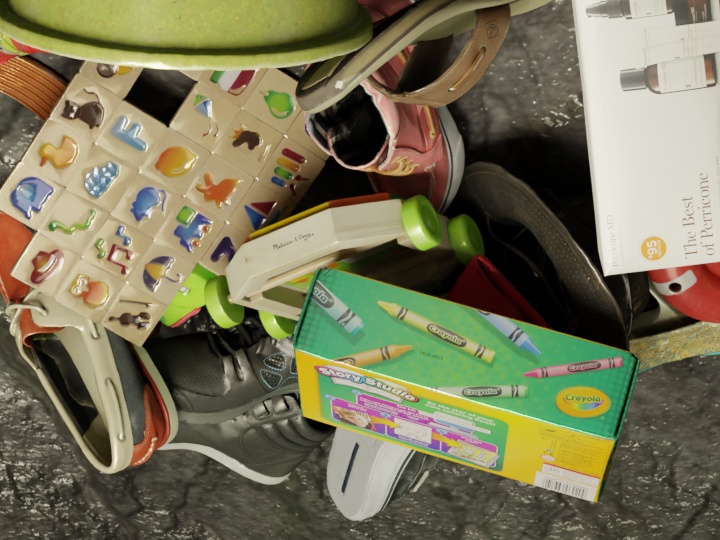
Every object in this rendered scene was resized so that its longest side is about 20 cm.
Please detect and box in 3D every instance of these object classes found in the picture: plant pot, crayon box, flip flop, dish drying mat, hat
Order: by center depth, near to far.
[{"bbox_3d":[-0.088,-0.215,1.057,0.199,0.201,0.186,4,110,4],"label":"plant pot"},{"bbox_3d":[0.049,-0.124,1.154,0.081,0.199,0.058,-19,95,49],"label":"flip flop"},{"bbox_3d":[0.061,0.070,1.261,0.198,0.059,0.119,16,157,7],"label":"crayon box"},{"bbox_3d":[0.131,0.000,1.336,0.081,0.201,0.201,-31,142,-22],"label":"hat"},{"bbox_3d":[0.079,0.050,1.363,0.077,0.018,0.200,48,162,8],"label":"dish drying mat"}]

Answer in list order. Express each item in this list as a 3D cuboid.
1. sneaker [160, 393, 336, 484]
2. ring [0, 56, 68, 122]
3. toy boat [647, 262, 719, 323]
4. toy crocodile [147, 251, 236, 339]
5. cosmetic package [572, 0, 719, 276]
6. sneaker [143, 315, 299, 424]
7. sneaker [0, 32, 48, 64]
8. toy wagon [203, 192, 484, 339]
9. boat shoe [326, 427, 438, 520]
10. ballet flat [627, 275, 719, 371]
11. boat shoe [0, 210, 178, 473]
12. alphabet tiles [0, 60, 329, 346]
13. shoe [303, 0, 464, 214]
[{"bbox_3d":[-0.101,0.085,1.479,0.199,0.071,0.099,24,134,-33],"label":"sneaker"},{"bbox_3d":[-0.259,-0.074,1.370,0.199,0.019,0.201,5,137,4],"label":"ring"},{"bbox_3d":[0.264,-0.024,1.254,0.199,0.131,0.131,-21,120,27],"label":"toy boat"},{"bbox_3d":[-0.134,0.013,1.409,0.199,0.068,0.062,-28,128,33],"label":"toy crocodile"},{"bbox_3d":[0.165,-0.102,1.179,0.082,0.051,0.202,-7,107,7],"label":"cosmetic package"},{"bbox_3d":[-0.064,0.049,1.419,0.198,0.073,0.082,-7,135,-23],"label":"sneaker"},{"bbox_3d":[-0.205,-0.156,1.245,0.198,0.077,0.085,11,149,7],"label":"sneaker"},{"bbox_3d":[0.000,0.000,1.323,0.154,0.040,0.200,-21,164,22],"label":"toy wagon"},{"bbox_3d":[0.031,0.090,1.417,0.071,0.072,0.201,-20,150,-33],"label":"boat shoe"},{"bbox_3d":[0.213,0.026,1.378,0.199,0.071,0.071,-17,132,25],"label":"ballet flat"},{"bbox_3d":[-0.194,0.039,1.356,0.071,0.062,0.201,-35,86,38],"label":"boat shoe"},{"bbox_3d":[-0.125,-0.055,1.304,0.167,0.008,0.201,30,102,-23],"label":"alphabet tiles"},{"bbox_3d":[0.010,-0.082,1.254,0.071,0.091,0.201,12,141,20],"label":"shoe"}]
